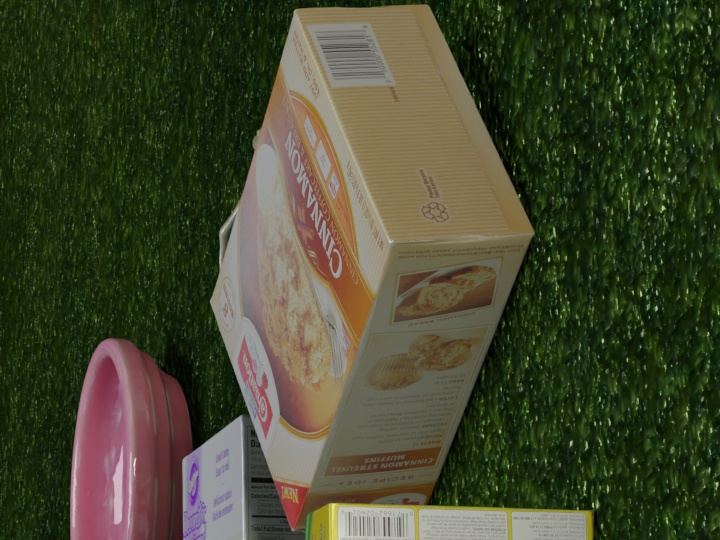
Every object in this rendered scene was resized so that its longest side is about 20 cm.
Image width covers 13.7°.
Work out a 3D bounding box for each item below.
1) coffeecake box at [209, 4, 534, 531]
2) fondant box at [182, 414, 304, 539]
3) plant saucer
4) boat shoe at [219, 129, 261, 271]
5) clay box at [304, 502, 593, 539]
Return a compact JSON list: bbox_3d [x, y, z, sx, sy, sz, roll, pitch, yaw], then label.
[{"bbox_3d":[0.000,0.000,1.409,0.200,0.073,0.154,108,149,-43],"label":"coffeecake box"},{"bbox_3d":[-0.055,0.189,1.628,0.144,0.058,0.200,141,131,-69],"label":"fondant box"},{"bbox_3d":[-0.150,0.146,1.976,0.201,0.051,0.201,-177,90,-75],"label":"plant saucer"},{"bbox_3d":[-0.022,-0.047,1.530,0.200,0.068,0.075,112,155,-49],"label":"boat shoe"},{"bbox_3d":[0.037,0.196,1.204,0.048,0.115,0.200,145,127,-71],"label":"clay box"}]
